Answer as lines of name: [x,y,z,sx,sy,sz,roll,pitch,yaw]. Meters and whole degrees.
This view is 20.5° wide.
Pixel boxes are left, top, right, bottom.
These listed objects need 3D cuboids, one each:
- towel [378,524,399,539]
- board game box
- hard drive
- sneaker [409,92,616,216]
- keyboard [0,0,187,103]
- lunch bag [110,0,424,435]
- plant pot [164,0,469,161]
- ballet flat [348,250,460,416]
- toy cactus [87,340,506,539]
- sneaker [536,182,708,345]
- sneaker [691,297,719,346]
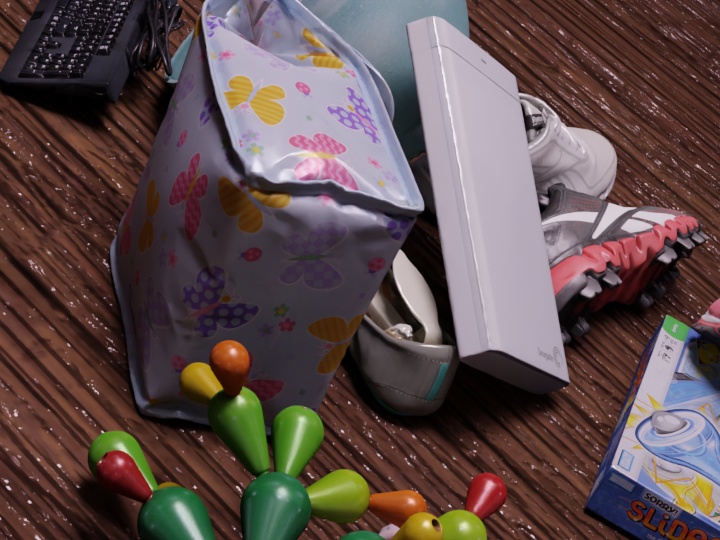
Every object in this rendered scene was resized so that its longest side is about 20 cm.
towel: [0.065,0.220,0.932,0.190,0.032,0.200,29,30,2]
board game box: [0.219,0.115,1.208,0.135,0.035,0.200,30,30,2]
hard drive: [0.076,-0.036,1.180,0.132,0.026,0.202,26,53,-62]
sneaker: [0.120,-0.081,1.377,0.199,0.081,0.075,-9,45,-48]
keyboard: [-0.164,-0.171,1.294,0.103,0.040,0.201,6,33,2]
lunch bag: [-0.057,-0.039,1.081,0.126,0.170,0.201,10,34,-25]
plant pot: [-0.007,-0.138,1.275,0.134,0.200,0.201,48,26,-17]
ballet flat: [0.000,0.000,1.174,0.067,0.064,0.200,0,41,-39]
toy cactus: [-0.040,0.124,0.923,0.198,0.103,0.166,18,49,1]
sneaker: [0.154,-0.018,1.317,0.098,0.071,0.200,44,35,21]
sneaker: [0.267,0.017,1.285,0.073,0.087,0.200,30,7,11]
